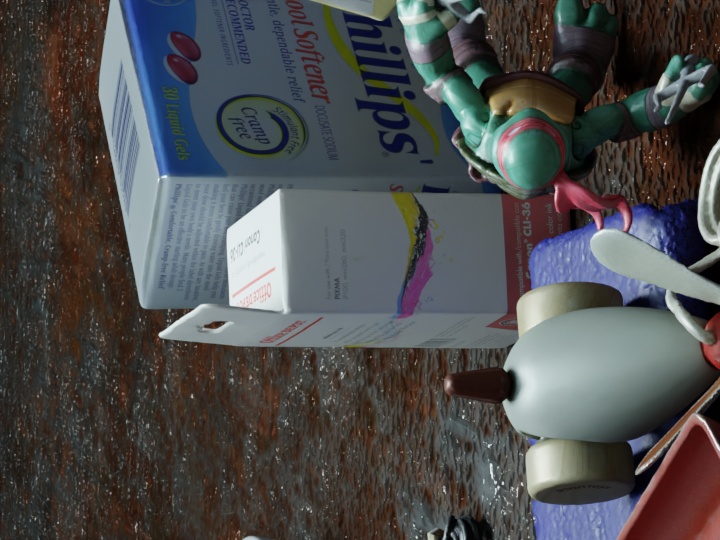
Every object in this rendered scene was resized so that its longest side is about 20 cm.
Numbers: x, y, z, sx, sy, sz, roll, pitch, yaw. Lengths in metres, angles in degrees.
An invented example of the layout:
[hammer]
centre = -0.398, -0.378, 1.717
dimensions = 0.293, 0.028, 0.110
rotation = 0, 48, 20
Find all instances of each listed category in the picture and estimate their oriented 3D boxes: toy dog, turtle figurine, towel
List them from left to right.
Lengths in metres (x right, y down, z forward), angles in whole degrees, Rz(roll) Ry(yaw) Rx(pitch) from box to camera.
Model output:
[turtle figurine]
centre = 0.080, -0.085, 1.313
dimensions = 0.200, 0.149, 0.101
rotation = -95, 26, -73
[toy dog]
centre = 0.111, 0.034, 1.208
dimensions = 0.200, 0.096, 0.132
rotation = -51, 47, 41
[towel]
centre = 0.129, 0.076, 1.327
dimensions = 0.148, 0.049, 0.201
rotation = 160, 110, -64

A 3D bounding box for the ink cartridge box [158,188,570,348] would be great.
[ink cartridge box]
centre = 0.000, 0.000, 1.483
dimensions = 0.116, 0.199, 0.068
rotation = 148, 121, -70

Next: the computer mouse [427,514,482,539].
[computer mouse]
centre = 0.069, 0.205, 1.525
dimensions = 0.200, 0.044, 0.110
rotation = -138, 55, -76

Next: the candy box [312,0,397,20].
[candy box]
centre = 0.031, -0.224, 1.298
dimensions = 0.200, 0.055, 0.116
rotation = -47, 41, 40

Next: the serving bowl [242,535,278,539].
[serving bowl]
centre = -0.042, 0.274, 1.848
dimensions = 0.200, 0.065, 0.202
rotation = 180, 90, -73

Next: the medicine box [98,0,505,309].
[medicine box]
centre = -0.038, -0.077, 1.612
dimensions = 0.183, 0.199, 0.103
rotation = -106, 21, -44

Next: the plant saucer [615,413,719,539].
[plant saucer]
centre = 0.162, 0.188, 1.158
dimensions = 0.201, 0.037, 0.200
rotation = 63, 151, 28
